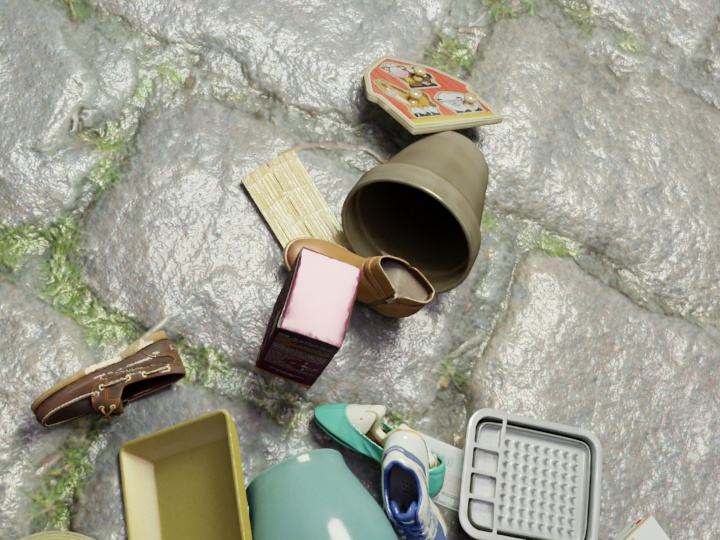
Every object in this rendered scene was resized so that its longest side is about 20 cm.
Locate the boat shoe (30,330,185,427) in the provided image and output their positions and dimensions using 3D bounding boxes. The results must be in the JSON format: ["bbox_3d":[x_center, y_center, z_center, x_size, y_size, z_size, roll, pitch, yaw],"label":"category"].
[{"bbox_3d":[-0.318,0.150,1.453,0.198,0.071,0.071,-28,76,-21],"label":"boat shoe"}]

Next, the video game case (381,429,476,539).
[{"bbox_3d":[0.125,0.334,1.525,0.197,0.023,0.184,23,67,-6],"label":"video game case"}]

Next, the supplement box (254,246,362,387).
[{"bbox_3d":[-0.069,0.065,1.472,0.084,0.200,0.112,19,67,-7],"label":"supplement box"}]

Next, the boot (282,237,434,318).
[{"bbox_3d":[0.000,0.000,1.522,0.197,0.155,0.075,23,78,-12],"label":"boot"}]

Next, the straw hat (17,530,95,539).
[{"bbox_3d":[-0.345,0.367,1.329,0.197,0.086,0.203,12,45,-12],"label":"straw hat"}]

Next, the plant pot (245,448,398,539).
[{"bbox_3d":[-0.053,0.333,1.400,0.197,0.201,0.190,-16,62,-18],"label":"plant pot"}]

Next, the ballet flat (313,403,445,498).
[{"bbox_3d":[0.032,0.218,1.497,0.198,0.071,0.067,34,27,13],"label":"ballet flat"}]

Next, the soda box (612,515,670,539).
[{"bbox_3d":[0.420,0.435,1.539,0.068,0.064,0.201,-34,82,-21],"label":"soda box"}]

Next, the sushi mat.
[{"bbox_3d":[-0.082,-0.069,1.617,0.095,0.012,0.202,-29,81,-21],"label":"sushi mat"}]

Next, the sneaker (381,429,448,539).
[{"bbox_3d":[0.059,0.306,1.425,0.074,0.088,0.204,-11,103,16],"label":"sneaker"}]

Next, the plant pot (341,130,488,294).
[{"bbox_3d":[0.096,-0.097,1.591,0.198,0.201,0.174,34,49,0],"label":"plant pot"}]

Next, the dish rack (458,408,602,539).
[{"bbox_3d":[0.225,0.287,1.530,0.196,0.044,0.175,12,68,-10],"label":"dish rack"}]

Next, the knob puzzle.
[{"bbox_3d":[0.090,-0.270,1.666,0.215,0.031,0.221,12,34,-8],"label":"knob puzzle"}]

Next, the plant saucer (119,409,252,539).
[{"bbox_3d":[-0.205,0.292,1.396,0.048,0.198,0.204,13,62,-52],"label":"plant saucer"}]
